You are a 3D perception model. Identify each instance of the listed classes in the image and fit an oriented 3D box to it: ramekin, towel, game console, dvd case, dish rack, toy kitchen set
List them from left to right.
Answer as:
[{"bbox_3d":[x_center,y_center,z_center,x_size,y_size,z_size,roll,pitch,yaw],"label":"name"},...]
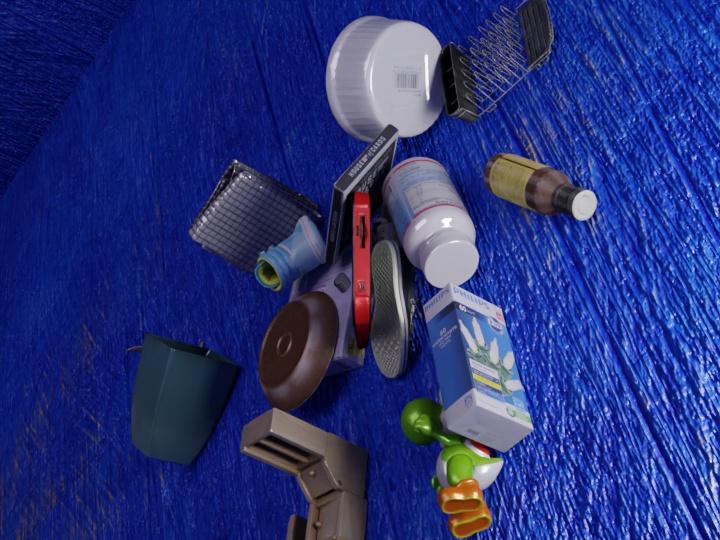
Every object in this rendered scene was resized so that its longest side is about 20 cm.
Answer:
[{"bbox_3d":[-0.189,-0.087,2.041,0.166,0.198,0.086,-50,33,19],"label":"towel"},{"bbox_3d":[-0.109,0.343,1.640,0.162,0.179,0.203,-34,39,41],"label":"toy kitchen set"},{"bbox_3d":[0.000,0.000,1.720,0.177,0.030,0.204,95,176,-71],"label":"game console"},{"bbox_3d":[0.000,-0.115,1.788,0.151,0.025,0.201,-50,-15,-29],"label":"dvd case"},{"bbox_3d":[0.049,-0.306,1.848,0.097,0.199,0.203,10,77,49],"label":"ramekin"},{"bbox_3d":[0.208,-0.330,1.757,0.199,0.054,0.155,-39,41,35],"label":"dish rack"}]

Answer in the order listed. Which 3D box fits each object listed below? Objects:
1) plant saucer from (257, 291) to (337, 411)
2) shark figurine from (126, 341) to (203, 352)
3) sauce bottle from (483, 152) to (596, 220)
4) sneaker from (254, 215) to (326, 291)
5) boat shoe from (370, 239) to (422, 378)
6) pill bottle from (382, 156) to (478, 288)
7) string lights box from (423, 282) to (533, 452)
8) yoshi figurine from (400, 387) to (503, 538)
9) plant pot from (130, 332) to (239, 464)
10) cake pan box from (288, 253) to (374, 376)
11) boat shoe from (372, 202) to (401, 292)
[{"bbox_3d":[-0.110,0.123,1.842,0.200,0.036,0.203,-36,43,41],"label":"plant saucer"},{"bbox_3d":[-0.389,0.163,2.275,0.129,0.089,0.214,-60,34,4],"label":"shark figurine"},{"bbox_3d":[0.240,-0.110,1.546,0.065,0.064,0.200,-62,31,4],"label":"sauce bottle"},{"bbox_3d":[-0.121,-0.026,1.932,0.129,0.080,0.200,-32,6,-3],"label":"sneaker"},{"bbox_3d":[0.055,0.056,1.698,0.074,0.062,0.204,-6,84,47],"label":"boat shoe"},{"bbox_3d":[0.104,-0.069,1.677,0.109,0.108,0.201,-49,35,23],"label":"pill bottle"},{"bbox_3d":[0.148,0.123,1.484,0.059,0.102,0.202,-42,38,31],"label":"string lights box"},{"bbox_3d":[0.103,0.235,1.475,0.113,0.111,0.202,-50,31,33],"label":"yoshi figurine"},{"bbox_3d":[-0.334,0.239,2.097,0.141,0.140,0.203,15,89,58],"label":"plant pot"},{"bbox_3d":[-0.058,0.080,1.872,0.199,0.052,0.187,-22,50,48],"label":"cake pan box"},{"bbox_3d":[0.045,-0.056,1.794,0.070,0.069,0.203,-5,64,54],"label":"boat shoe"}]
